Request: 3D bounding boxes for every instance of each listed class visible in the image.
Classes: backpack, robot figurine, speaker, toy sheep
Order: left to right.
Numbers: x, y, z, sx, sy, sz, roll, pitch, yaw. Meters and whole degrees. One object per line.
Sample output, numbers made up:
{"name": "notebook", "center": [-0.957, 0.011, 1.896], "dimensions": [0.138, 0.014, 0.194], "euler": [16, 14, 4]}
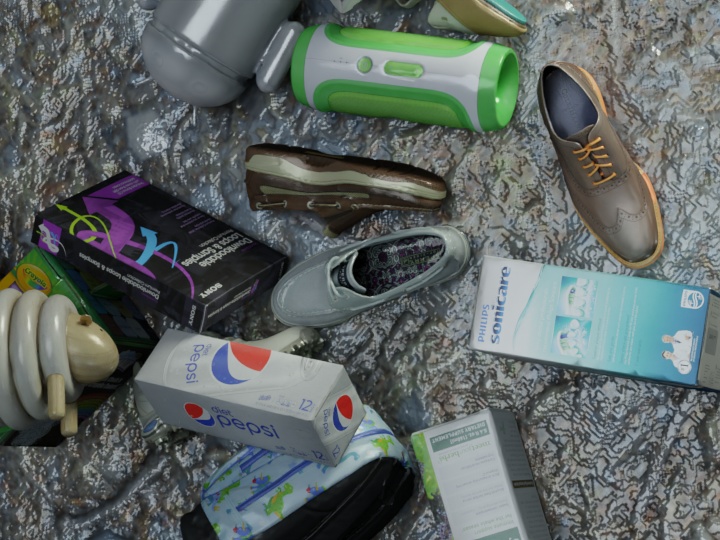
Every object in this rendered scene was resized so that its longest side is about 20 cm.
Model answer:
{"name": "toy sheep", "center": [-0.313, 0.082, 1.675], "dimensions": [0.198, 0.138, 0.139], "euler": [-4, 83, 2]}
{"name": "robot figurine", "center": [-0.132, -0.239, 1.779], "dimensions": [0.169, 0.113, 0.201], "euler": [36, 97, 15]}
{"name": "backpack", "center": [-0.049, 0.205, 1.687], "dimensions": [0.199, 0.163, 0.154], "euler": [-28, 52, 7]}
{"name": "speaker", "center": [0.040, -0.177, 1.726], "dimensions": [0.199, 0.088, 0.089], "euler": [9, 88, 20]}

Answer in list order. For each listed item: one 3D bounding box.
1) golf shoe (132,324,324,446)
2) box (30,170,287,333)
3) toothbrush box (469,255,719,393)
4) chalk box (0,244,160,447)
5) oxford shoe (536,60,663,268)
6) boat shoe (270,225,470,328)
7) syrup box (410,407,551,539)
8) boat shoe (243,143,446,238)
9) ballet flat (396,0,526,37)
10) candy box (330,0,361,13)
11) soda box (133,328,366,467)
{"name": "golf shoe", "center": [-0.133, 0.084, 1.770], "dimensions": [0.199, 0.078, 0.098], "euler": [-28, 73, 14]}
{"name": "box", "center": [-0.187, -0.021, 1.764], "dimensions": [0.199, 0.143, 0.036], "euler": [28, 121, 19]}
{"name": "toothbrush box", "center": [0.209, 0.048, 1.613], "dimensions": [0.199, 0.146, 0.086], "euler": [7, 87, 21]}
{"name": "chalk box", "center": [-0.284, 0.059, 1.800], "dimensions": [0.200, 0.125, 0.124], "euler": [-43, 73, 10]}
{"name": "oxford shoe", "center": [0.205, -0.093, 1.665], "dimensions": [0.071, 0.073, 0.201], "euler": [-30, 76, 14]}
{"name": "boat shoe", "center": [0.001, 0.001, 1.730], "dimensions": [0.200, 0.071, 0.071], "euler": [-18, 79, 17]}
{"name": "syrup box", "center": [0.118, 0.230, 1.662], "dimensions": [0.078, 0.081, 0.201], "euler": [-20, 77, 18]}
{"name": "boat shoe", "center": [-0.015, -0.068, 1.750], "dimensions": [0.201, 0.075, 0.075], "euler": [12, 103, 26]}
{"name": "ballet flat", "center": [0.071, -0.259, 1.739], "dimensions": [0.200, 0.068, 0.063], "euler": [44, 109, 27]}
{"name": "candy box", "center": [-0.008, -0.354, 1.714], "dimensions": [0.167, 0.072, 0.200], "euler": [-32, 62, -18]}
{"name": "soda box", "center": [-0.098, 0.109, 1.653], "dimensions": [0.199, 0.068, 0.064], "euler": [10, 53, 34]}
